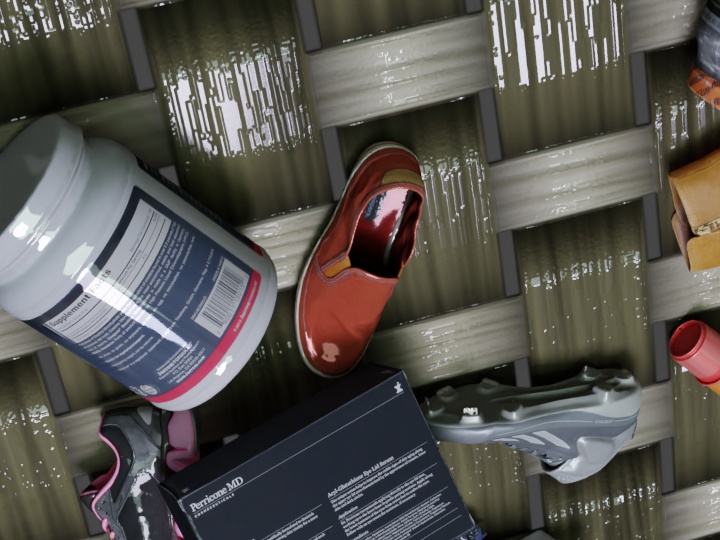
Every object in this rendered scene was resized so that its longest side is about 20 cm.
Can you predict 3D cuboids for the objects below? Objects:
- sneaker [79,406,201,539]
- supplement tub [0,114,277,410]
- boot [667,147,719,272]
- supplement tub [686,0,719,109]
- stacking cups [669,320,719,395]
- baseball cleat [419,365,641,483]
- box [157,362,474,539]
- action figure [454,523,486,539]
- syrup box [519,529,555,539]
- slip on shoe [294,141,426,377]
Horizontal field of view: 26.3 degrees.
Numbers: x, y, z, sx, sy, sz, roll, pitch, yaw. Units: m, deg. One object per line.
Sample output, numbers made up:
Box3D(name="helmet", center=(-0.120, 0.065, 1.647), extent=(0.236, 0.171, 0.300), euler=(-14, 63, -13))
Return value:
Box3D(name="sneaker", center=(-0.177, 0.197, 1.236), extent=(0.095, 0.079, 0.201), euler=(1, 103, -7))
Box3D(name="supplement tub", center=(-0.171, -0.004, 1.089), extent=(0.200, 0.140, 0.140), euler=(37, 104, -28))
Box3D(name="boot", center=(0.337, -0.028, 1.260), extent=(0.144, 0.071, 0.202), euler=(-26, 119, 7))
Box3D(name="supplement tub", center=(0.325, -0.205, 1.120), extent=(0.122, 0.123, 0.201), euler=(16, 113, -22))
Box3D(name="stacking cups", center=(0.350, 0.104, 1.340), extent=(0.200, 0.061, 0.061), euler=(37, 104, -25))
Box3D(name="baseball cleat", center=(0.144, 0.139, 1.293), extent=(0.199, 0.070, 0.107), euler=(-6, 119, -11))
Box3D(name="box", center=(-0.034, 0.180, 1.188), extent=(0.199, 0.079, 0.142), euler=(-28, 104, -17))
Box3D(name="action figure", center=(0.007, 0.244, 1.322), extent=(0.200, 0.104, 0.194), euler=(-34, 133, -27))
Box3D(name="syrup box", center=(0.109, 0.306, 1.322), extent=(0.199, 0.081, 0.079), euler=(-17, 125, -38))
Box3D(name="slip on shoe", center=(0.000, 0.000, 1.183), extent=(0.074, 0.061, 0.201), euler=(11, 116, -22))
